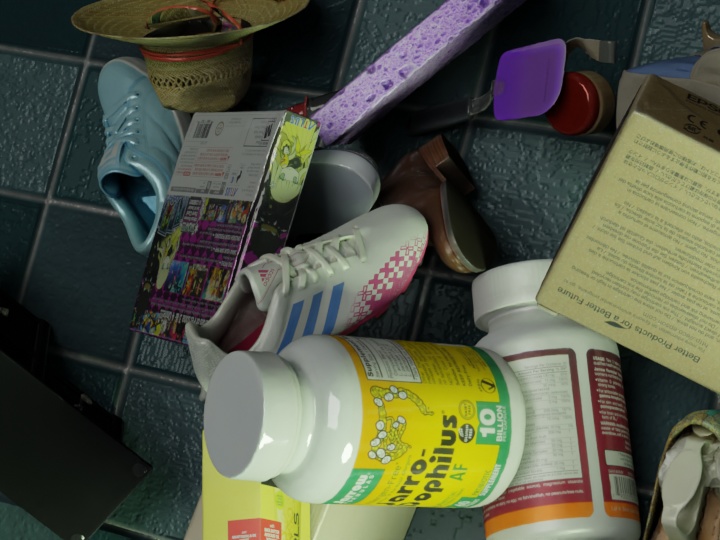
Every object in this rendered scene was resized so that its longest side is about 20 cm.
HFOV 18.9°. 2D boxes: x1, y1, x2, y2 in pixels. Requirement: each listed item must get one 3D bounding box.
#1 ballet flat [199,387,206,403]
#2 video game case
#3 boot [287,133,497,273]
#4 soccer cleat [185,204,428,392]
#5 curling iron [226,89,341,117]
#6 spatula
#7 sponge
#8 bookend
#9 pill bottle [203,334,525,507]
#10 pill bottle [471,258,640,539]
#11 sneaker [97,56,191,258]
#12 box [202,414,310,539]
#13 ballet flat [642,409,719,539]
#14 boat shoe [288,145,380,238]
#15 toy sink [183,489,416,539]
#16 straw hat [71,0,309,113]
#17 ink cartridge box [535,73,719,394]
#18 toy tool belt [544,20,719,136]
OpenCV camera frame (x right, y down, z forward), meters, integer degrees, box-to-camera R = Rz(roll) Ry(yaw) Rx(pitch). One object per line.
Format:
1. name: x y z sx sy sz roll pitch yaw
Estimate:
1. ballet flat: -0.081 0.058 1.620 0.200 0.069 0.070 143 129 -66
2. video game case: -0.105 -0.030 1.616 0.200 0.036 0.182 7 79 66
3. boot: 0.000 0.000 1.618 0.200 0.064 0.186 -34 22 13
4. soccer cleat: -0.035 0.011 1.492 0.200 0.086 0.070 -42 45 -15
5. curling iron: -0.047 -0.134 1.733 0.200 0.026 0.050 -10 70 25
6. spatula: 0.087 -0.125 1.613 0.200 0.021 0.057 -18 62 59
7. sponge: 0.051 -0.167 1.632 0.200 0.112 0.030 -39 87 9
8. bookend: -0.271 0.095 1.742 0.200 0.199 0.092 40 100 -15
9. pill bottle: 0.002 0.101 1.449 0.113 0.200 0.113 -15 72 56
10. pill bottle: 0.133 0.100 1.531 0.109 0.110 0.201 -13 71 24
11. sneaker: -0.180 -0.095 1.754 0.074 0.082 0.200 -42 61 30
12. box: -0.071 0.199 1.486 0.050 0.075 0.201 -8 73 26
13. ballet flat: 0.219 0.191 1.488 0.071 0.071 0.201 11 83 29
14. boat shoe: -0.042 -0.063 1.657 0.200 0.070 0.066 -28 24 55
15. toy sink: -0.034 0.152 1.595 0.112 0.130 0.200 20 88 30
16. straw hat: -0.128 -0.170 1.726 0.201 0.201 0.085 8 114 29
17. ink cartridge box: 0.241 -0.012 1.444 0.200 0.075 0.165 27 122 2
18. toy tool belt: 0.244 -0.115 1.541 0.200 0.123 0.125 10 105 39
